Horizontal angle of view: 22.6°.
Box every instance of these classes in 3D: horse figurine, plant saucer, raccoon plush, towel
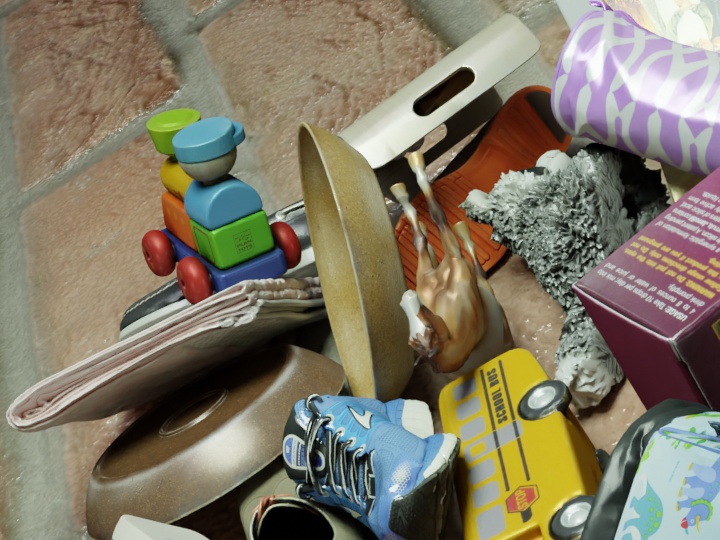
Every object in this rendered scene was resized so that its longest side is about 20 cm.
[{"bbox_3d":[0.056,0.016,1.093,0.050,0.200,0.133,-19,69,7],"label":"horse figurine"},{"bbox_3d":[0.000,0.000,1.146,0.035,0.201,0.200,-13,26,-8],"label":"plant saucer"},{"bbox_3d":[-0.103,0.106,1.191,0.200,0.035,0.200,-30,14,8],"label":"plant saucer"},{"bbox_3d":[0.110,-0.001,1.128,0.134,0.097,0.200,-18,31,44],"label":"raccoon plush"},{"bbox_3d":[-0.122,0.057,1.242,0.191,0.032,0.200,-26,-7,15],"label":"towel"}]

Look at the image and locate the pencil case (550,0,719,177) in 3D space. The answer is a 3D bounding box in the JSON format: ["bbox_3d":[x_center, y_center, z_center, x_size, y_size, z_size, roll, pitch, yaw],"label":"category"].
[{"bbox_3d":[0.209,-0.095,1.048,0.200,0.086,0.084,20,11,30],"label":"pencil case"}]

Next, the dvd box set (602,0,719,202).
[{"bbox_3d":[0.243,-0.118,1.111,0.146,0.029,0.200,-23,63,19],"label":"dvd box set"}]

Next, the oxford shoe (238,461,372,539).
[{"bbox_3d":[-0.035,0.148,1.052,0.070,0.075,0.200,-41,27,-7],"label":"oxford shoe"}]

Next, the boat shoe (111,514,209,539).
[{"bbox_3d":[-0.103,0.203,1.011,0.200,0.075,0.093,-168,94,-72],"label":"boat shoe"}]

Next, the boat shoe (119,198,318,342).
[{"bbox_3d":[-0.092,0.002,1.335,0.200,0.074,0.060,-25,64,12],"label":"boat shoe"}]

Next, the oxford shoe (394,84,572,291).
[{"bbox_3d":[0.076,-0.042,1.271,0.200,0.071,0.073,-47,4,-22],"label":"oxford shoe"}]

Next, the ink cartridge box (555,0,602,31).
[{"bbox_3d":[0.171,-0.236,1.263,0.084,0.200,0.176,-26,6,18],"label":"ink cartridge box"}]

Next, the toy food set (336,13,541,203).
[{"bbox_3d":[0.054,-0.101,1.268,0.143,0.060,0.200,-36,-2,-6],"label":"toy food set"}]

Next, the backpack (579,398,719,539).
[{"bbox_3d":[0.181,0.143,0.759,0.200,0.154,0.163,16,84,37],"label":"backpack"}]

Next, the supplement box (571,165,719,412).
[{"bbox_3d":[0.233,0.008,0.926,0.200,0.131,0.103,-37,27,-9],"label":"supplement box"}]

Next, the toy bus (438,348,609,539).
[{"bbox_3d":[0.095,0.122,0.963,0.078,0.065,0.200,-28,28,11],"label":"toy bus"}]

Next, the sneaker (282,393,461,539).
[{"bbox_3d":[0.001,0.113,0.995,0.089,0.079,0.200,9,4,-9],"label":"sneaker"}]

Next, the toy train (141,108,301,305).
[{"bbox_3d":[-0.122,-0.062,1.262,0.085,0.116,0.200,-22,25,-19],"label":"toy train"}]
